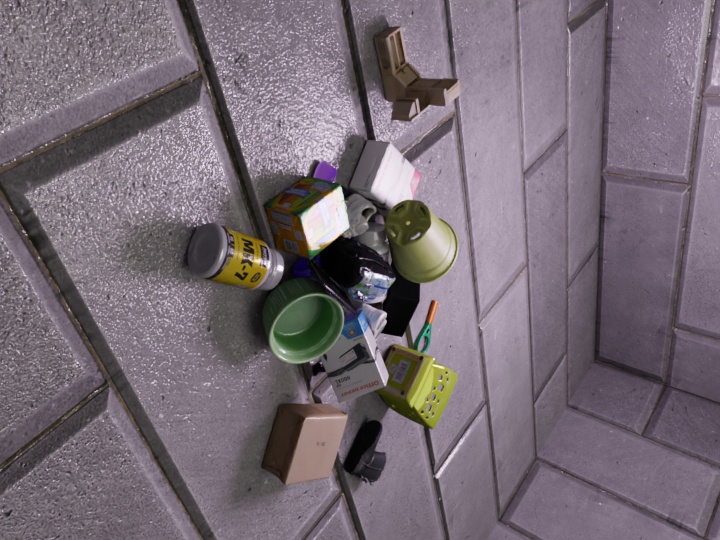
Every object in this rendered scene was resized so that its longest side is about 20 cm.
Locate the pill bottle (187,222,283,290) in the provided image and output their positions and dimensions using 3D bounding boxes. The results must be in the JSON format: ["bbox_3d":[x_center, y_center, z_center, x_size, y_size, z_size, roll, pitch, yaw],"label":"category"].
[{"bbox_3d":[-0.265,-0.023,1.294,0.198,0.113,0.117,20,88,-53],"label":"pill bottle"}]

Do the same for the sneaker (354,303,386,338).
[{"bbox_3d":[0.020,0.139,1.704,0.078,0.099,0.201,-50,168,-21],"label":"sneaker"}]

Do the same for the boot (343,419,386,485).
[{"bbox_3d":[0.038,0.598,1.945,0.201,0.073,0.162,-58,138,-8],"label":"boot"}]

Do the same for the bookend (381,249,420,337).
[{"bbox_3d":[0.113,0.057,1.799,0.200,0.090,0.204,109,-10,-52],"label":"bookend"}]

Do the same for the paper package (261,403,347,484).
[{"bbox_3d":[-0.149,0.471,1.635,0.198,0.102,0.195,17,90,-54],"label":"paper package"}]

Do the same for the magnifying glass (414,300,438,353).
[{"bbox_3d":[0.234,0.204,2.094,0.079,0.022,0.205,19,89,-53],"label":"magnifying glass"}]

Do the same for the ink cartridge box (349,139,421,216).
[{"bbox_3d":[0.072,-0.250,1.662,0.199,0.083,0.148,31,79,-53],"label":"ink cartridge box"}]

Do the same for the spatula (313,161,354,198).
[{"bbox_3d":[-0.056,-0.222,1.559,0.199,0.020,0.058,32,78,-56],"label":"spatula"}]

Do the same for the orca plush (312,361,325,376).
[{"bbox_3d":[-0.047,0.239,1.703,0.198,0.070,0.108,-19,118,-47],"label":"orca plush"}]

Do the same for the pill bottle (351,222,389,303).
[{"bbox_3d":[0.024,-0.024,1.662,0.113,0.112,0.205,-21,119,-46],"label":"pill bottle"}]

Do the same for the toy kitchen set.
[{"bbox_3d":[0.126,-0.508,1.540,0.163,0.197,0.183,-44,134,-32],"label":"toy kitchen set"}]

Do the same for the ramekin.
[{"bbox_3d":[-0.147,0.118,1.461,0.196,0.098,0.204,-16,127,-22],"label":"ramekin"}]

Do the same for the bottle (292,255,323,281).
[{"bbox_3d":[-0.111,0.053,1.557,0.084,0.064,0.203,-47,136,-29],"label":"bottle"}]

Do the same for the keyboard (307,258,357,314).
[{"bbox_3d":[-0.077,0.033,1.456,0.020,0.128,0.200,-36,144,5],"label":"keyboard"}]

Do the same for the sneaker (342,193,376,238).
[{"bbox_3d":[-0.039,-0.117,1.552,0.201,0.099,0.075,-49,142,-16],"label":"sneaker"}]

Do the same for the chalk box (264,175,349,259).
[{"bbox_3d":[-0.111,-0.142,1.439,0.200,0.123,0.126,-42,133,-36],"label":"chalk box"}]

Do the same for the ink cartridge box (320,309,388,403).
[{"bbox_3d":[-0.026,0.231,1.599,0.084,0.142,0.204,-51,119,-76],"label":"ink cartridge box"}]

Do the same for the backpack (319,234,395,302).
[{"bbox_3d":[0.000,0.000,1.519,0.197,0.163,0.156,-1,126,-46],"label":"backpack"}]

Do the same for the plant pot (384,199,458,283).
[{"bbox_3d":[0.154,-0.094,1.625,0.204,0.197,0.184,-64,151,-12],"label":"plant pot"}]

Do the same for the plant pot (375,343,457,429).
[{"bbox_3d":[0.168,0.362,1.930,0.181,0.196,0.203,44,69,-43],"label":"plant pot"}]
